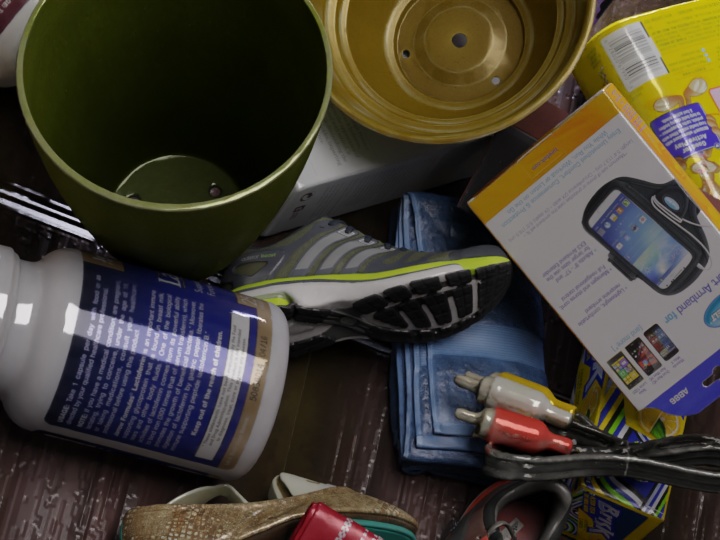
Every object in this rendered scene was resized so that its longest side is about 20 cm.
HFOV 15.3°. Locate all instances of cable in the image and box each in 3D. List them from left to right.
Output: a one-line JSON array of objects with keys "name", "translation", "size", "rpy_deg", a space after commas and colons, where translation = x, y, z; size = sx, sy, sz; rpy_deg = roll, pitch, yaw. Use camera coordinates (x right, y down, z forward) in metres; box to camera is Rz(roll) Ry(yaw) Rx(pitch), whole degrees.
[{"name": "cable", "translation": [0.153, 0.107, 1.701], "size": [0.199, 0.051, 0.097], "rpy_deg": [9, 23, 5]}]

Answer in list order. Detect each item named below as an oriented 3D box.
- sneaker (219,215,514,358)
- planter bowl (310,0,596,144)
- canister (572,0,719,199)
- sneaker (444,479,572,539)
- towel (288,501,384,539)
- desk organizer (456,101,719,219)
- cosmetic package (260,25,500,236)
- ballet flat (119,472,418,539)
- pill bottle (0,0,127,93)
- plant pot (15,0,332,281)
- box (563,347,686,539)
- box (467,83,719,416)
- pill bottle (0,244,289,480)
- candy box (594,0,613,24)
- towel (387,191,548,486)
[{"name": "sneaker", "translation": [0.000, 0.000, 1.744], "size": [0.199, 0.074, 0.081], "rpy_deg": [-6, 55, -1]}, {"name": "planter bowl", "translation": [0.061, -0.165, 1.774], "size": [0.199, 0.083, 0.202], "rpy_deg": [-3, 72, 10]}, {"name": "canister", "translation": [0.254, -0.089, 1.927], "size": [0.148, 0.087, 0.201], "rpy_deg": [-16, 70, -30]}, {"name": "sneaker", "translation": [0.064, 0.197, 1.683], "size": [0.077, 0.082, 0.200], "rpy_deg": [39, 62, -2]}, {"name": "towel", "translation": [0.017, 0.248, 1.633], "size": [0.199, 0.022, 0.145], "rpy_deg": [32, 90, -5]}, {"name": "desk organizer", "translation": [0.175, -0.033, 1.787], "size": [0.199, 0.072, 0.077], "rpy_deg": [30, 26, 7]}, {"name": "cosmetic package", "translation": [0.005, -0.102, 1.830], "size": [0.199, 0.074, 0.102], "rpy_deg": [-15, 70, -32]}, {"name": "ballet flat", "translation": [-0.059, 0.157, 1.667], "size": [0.199, 0.071, 0.065], "rpy_deg": [-4, 51, -30]}, {"name": "pill bottle", "translation": [-0.234, -0.193, 1.745], "size": [0.200, 0.114, 0.114], "rpy_deg": [45, 55, 3]}, {"name": "plant pot", "translation": [-0.115, -0.074, 1.664], "size": [0.186, 0.200, 0.188], "rpy_deg": [2, 64, -3]}, {"name": "box", "translation": [0.182, 0.085, 1.808], "size": [0.064, 0.070, 0.201], "rpy_deg": [23, 57, -10]}, {"name": "box", "translation": [0.177, -0.006, 1.727], "size": [0.200, 0.119, 0.041], "rpy_deg": [50, 19, -3]}, {"name": "pill bottle", "translation": [-0.153, 0.052, 1.648], "size": [0.199, 0.116, 0.116], "rpy_deg": [16, 58, -16]}, {"name": "candy box", "translation": [0.077, -0.230, 1.870], "size": [0.199, 0.168, 0.072], "rpy_deg": [25, 53, -9]}, {"name": "towel", "translation": [0.073, 0.045, 1.795], "size": [0.111, 0.049, 0.201], "rpy_deg": [9, 60, -21]}]
